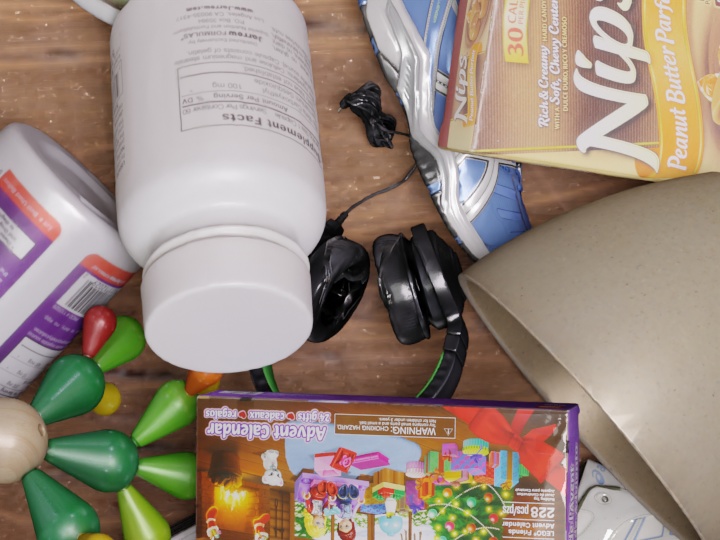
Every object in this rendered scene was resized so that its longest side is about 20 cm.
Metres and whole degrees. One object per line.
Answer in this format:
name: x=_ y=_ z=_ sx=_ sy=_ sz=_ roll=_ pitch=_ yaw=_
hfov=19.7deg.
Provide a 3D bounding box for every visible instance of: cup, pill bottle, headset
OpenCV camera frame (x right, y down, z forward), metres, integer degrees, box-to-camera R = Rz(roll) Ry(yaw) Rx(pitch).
cup: x=0.170 y=0.032 z=1.109 sx=0.143 sy=0.200 sz=0.201 roll=-41 pitch=92 yaw=-3
pill bottle: x=-0.077 y=-0.053 z=1.124 sx=0.113 sy=0.115 sz=0.201 roll=-9 pitch=57 yaw=3
pill bottle: x=-0.225 y=0.022 z=1.184 sx=0.111 sy=0.111 sz=0.200 roll=44 pitch=96 yaw=-2
headset: x=0.000 y=0.000 z=1.165 sx=0.122 sy=0.094 sz=0.201 roll=2 pitch=66 yaw=14

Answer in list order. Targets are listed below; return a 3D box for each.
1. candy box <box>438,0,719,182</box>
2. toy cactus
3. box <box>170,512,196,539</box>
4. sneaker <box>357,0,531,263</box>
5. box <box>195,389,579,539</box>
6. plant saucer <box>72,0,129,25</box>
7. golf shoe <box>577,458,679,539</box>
candy box: x=0.149 y=-0.109 z=1.148 sx=0.198 sy=0.055 sz=0.116 roll=7 pitch=93 yaw=-21
toy cactus: x=-0.153 y=0.098 z=1.110 sx=0.164 sy=0.102 sz=0.201 roll=14 pitch=58 yaw=-22
box: x=-0.110 y=0.209 z=1.169 sx=0.199 sy=0.035 sz=0.111 roll=-24 pitch=95 yaw=-40
sneaker: x=0.065 y=-0.087 z=1.178 sx=0.077 sy=0.076 sz=0.201 roll=-21 pitch=95 yaw=9
box: x=0.013 y=0.134 z=1.069 sx=0.198 sy=0.039 sz=0.138 roll=1 pitch=92 yaw=15
plant saucer: x=-0.101 y=-0.233 z=1.166 sx=0.199 sy=0.050 sz=0.202 roll=-8 pitch=116 yaw=-16
golf shoe: x=0.166 y=0.148 z=1.198 sx=0.199 sy=0.078 sz=0.098 roll=-23 pitch=88 yaw=3
